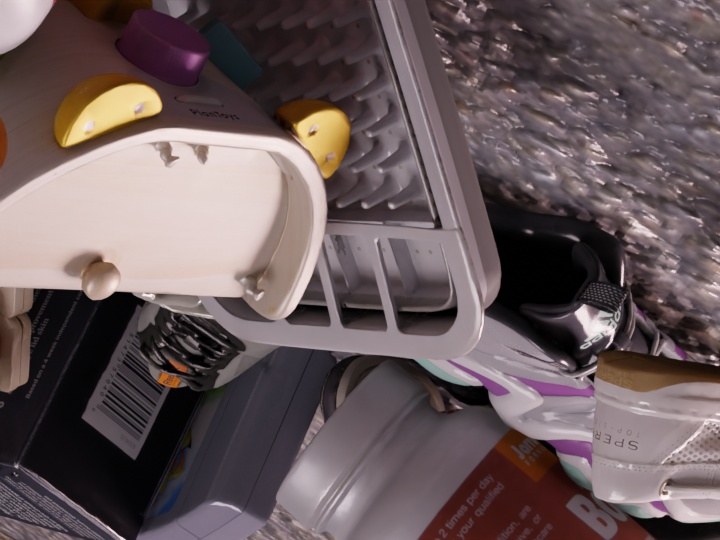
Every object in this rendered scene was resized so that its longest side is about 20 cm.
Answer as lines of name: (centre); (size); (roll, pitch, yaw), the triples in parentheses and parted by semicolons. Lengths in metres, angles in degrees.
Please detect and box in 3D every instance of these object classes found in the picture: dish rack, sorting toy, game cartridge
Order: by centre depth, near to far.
sorting toy: (-0.115, -0.079, 1.015); (0.199, 0.107, 0.180); (3, -138, -49)
dish rack: (-0.021, -0.067, 1.074); (0.171, 0.043, 0.201); (4, 118, 48)
game cartridge: (-0.086, 0.092, 1.489); (0.040, 0.134, 0.200); (27, 160, -21)

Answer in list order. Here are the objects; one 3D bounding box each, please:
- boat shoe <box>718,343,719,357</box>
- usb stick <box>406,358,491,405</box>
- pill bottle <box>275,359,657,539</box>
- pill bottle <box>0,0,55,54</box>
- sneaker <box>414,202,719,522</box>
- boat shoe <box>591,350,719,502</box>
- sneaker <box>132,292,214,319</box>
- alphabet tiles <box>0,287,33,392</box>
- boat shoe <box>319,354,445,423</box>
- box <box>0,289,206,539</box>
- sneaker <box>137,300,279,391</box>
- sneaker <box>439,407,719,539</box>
boat shoe: (0.177, 0.009, 1.070); (0.071, 0.065, 0.200); (11, 175, 9)
usb stick: (0.000, 0.000, 1.311); (0.200, 0.033, 0.055); (39, 153, -26)
pill bottle: (0.063, 0.135, 1.270); (0.200, 0.112, 0.112); (39, 160, 7)
pill bottle: (-0.131, -0.144, 0.907); (0.112, 0.201, 0.112); (24, 159, 10)
sneaker: (0.106, 0.036, 1.199); (0.199, 0.078, 0.140); (28, 160, 0)
boat shoe: (0.175, 0.080, 1.142); (0.199, 0.070, 0.071); (10, -176, -27)
sneaker: (-0.082, -0.049, 1.186); (0.199, 0.116, 0.074); (30, 161, 0)
alphabet tiles: (-0.216, -0.033, 1.365); (0.200, 0.015, 0.196); (46, 144, 34)
boat shoe: (0.015, 0.101, 1.471); (0.062, 0.073, 0.200); (11, 158, 30)
box: (-0.187, 0.046, 1.483); (0.199, 0.149, 0.104); (11, 158, 40)
sneaker: (-0.067, 0.024, 1.312); (0.074, 0.079, 0.200); (38, 175, -3)
sneaker: (0.109, 0.098, 1.371); (0.200, 0.068, 0.108); (0, 176, 19)
